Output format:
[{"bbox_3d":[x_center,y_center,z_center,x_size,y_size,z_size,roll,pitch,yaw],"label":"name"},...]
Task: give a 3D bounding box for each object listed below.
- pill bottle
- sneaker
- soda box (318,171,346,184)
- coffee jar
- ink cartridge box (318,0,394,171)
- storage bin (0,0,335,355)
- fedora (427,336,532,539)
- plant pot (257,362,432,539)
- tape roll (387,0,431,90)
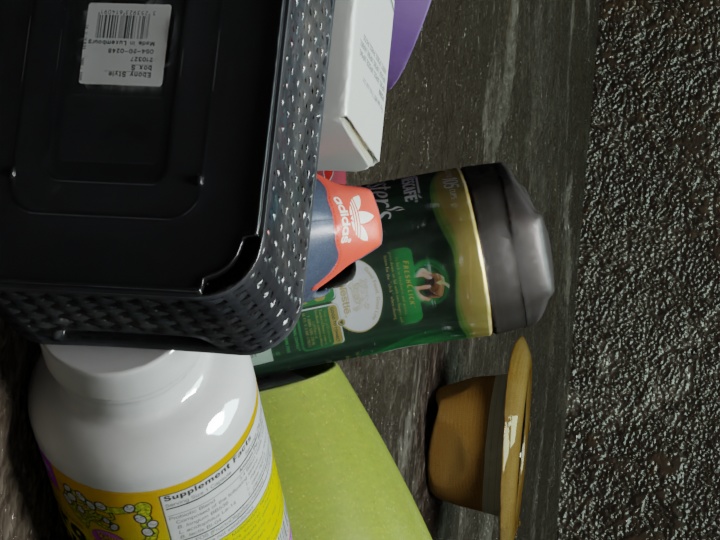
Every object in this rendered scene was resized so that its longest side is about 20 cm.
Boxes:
[{"bbox_3d":[-0.094,0.081,1.254,0.200,0.104,0.104,80,17,-48],"label":"pill bottle"},{"bbox_3d":[-0.051,-0.009,1.302,0.200,0.084,0.075,175,-93,-66],"label":"sneaker"},{"bbox_3d":[-0.057,-0.070,1.494,0.200,0.070,0.064,-3,93,-79],"label":"soda box"},{"bbox_3d":[0.000,0.000,1.430,0.104,0.199,0.086,-106,-174,-77],"label":"coffee jar"},{"bbox_3d":[-0.059,-0.154,1.269,0.084,0.144,0.201,48,45,-73],"label":"ink cartridge box"},{"bbox_3d":[-0.090,-0.074,1.144,0.094,0.135,0.201,58,36,-71],"label":"storage bin"},{"bbox_3d":[0.103,0.149,2.363,0.201,0.082,0.201,5,90,-84],"label":"fedora"},{"bbox_3d":[-0.040,0.154,1.434,0.187,0.187,0.201,-38,117,-76],"label":"plant pot"},{"bbox_3d":[0.003,-0.210,1.566,0.200,0.085,0.201,-164,-90,-83],"label":"tape roll"}]
